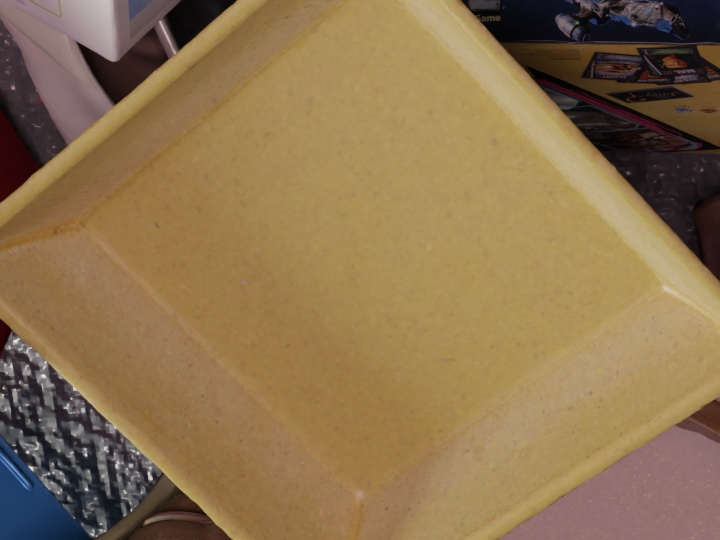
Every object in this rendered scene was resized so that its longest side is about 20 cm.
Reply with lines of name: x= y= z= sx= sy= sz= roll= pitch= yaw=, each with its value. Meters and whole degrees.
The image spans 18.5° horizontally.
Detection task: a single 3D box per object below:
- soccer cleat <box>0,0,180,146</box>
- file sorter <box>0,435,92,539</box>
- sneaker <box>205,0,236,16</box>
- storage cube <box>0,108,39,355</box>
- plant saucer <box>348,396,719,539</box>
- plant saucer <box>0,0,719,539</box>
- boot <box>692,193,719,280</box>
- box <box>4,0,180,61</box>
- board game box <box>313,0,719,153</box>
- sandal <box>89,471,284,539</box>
soccer cleat: x=-0.126 y=-0.125 z=0.823 sx=0.200 sy=0.069 sz=0.078 roll=52 pitch=149 yaw=-5
file sorter: x=-0.147 y=0.189 z=0.887 sx=0.139 sy=0.123 sz=0.200 roll=-44 pitch=96 yaw=-25
sneaker: x=-0.027 y=-0.171 z=0.802 sx=0.104 sy=0.060 sz=0.200 roll=25 pitch=117 yaw=17
storage cube: x=-0.241 y=-0.018 z=0.816 sx=0.171 sy=0.180 sz=0.200 roll=-25 pitch=113 yaw=17
plant saucer: x=0.089 y=0.129 z=0.819 sx=0.199 sy=0.034 sz=0.201 roll=2 pitch=101 yaw=8
plant saucer: x=0.000 y=0.000 z=0.737 sx=0.200 sy=0.048 sz=0.200 roll=-36 pitch=108 yaw=27
boot: x=0.137 y=0.053 z=0.841 sx=0.186 sy=0.064 sz=0.201 roll=-8 pitch=108 yaw=0
box: x=-0.086 y=-0.185 z=0.684 sx=0.101 sy=0.113 sz=0.200 roll=30 pitch=148 yaw=19
board game box: x=0.094 y=-0.075 z=0.775 sx=0.199 sy=0.136 sz=0.035 roll=2 pitch=78 yaw=10
sandal: x=-0.064 y=0.116 z=0.811 sx=0.201 sy=0.057 sz=0.080 roll=-37 pitch=110 yaw=-7
